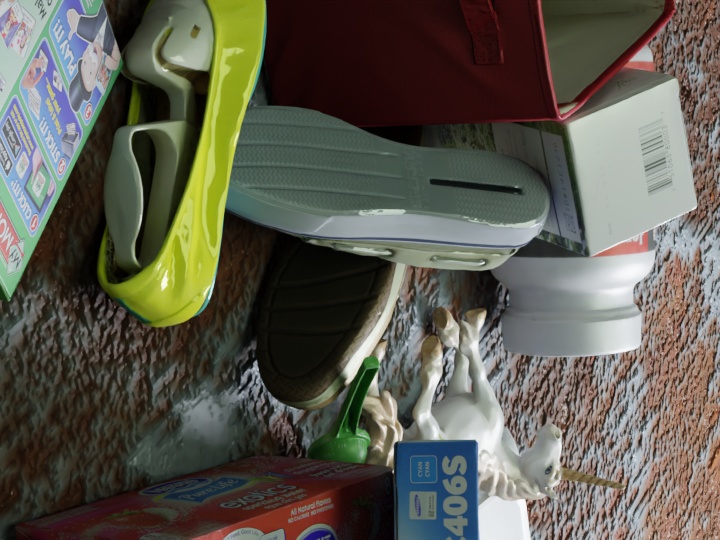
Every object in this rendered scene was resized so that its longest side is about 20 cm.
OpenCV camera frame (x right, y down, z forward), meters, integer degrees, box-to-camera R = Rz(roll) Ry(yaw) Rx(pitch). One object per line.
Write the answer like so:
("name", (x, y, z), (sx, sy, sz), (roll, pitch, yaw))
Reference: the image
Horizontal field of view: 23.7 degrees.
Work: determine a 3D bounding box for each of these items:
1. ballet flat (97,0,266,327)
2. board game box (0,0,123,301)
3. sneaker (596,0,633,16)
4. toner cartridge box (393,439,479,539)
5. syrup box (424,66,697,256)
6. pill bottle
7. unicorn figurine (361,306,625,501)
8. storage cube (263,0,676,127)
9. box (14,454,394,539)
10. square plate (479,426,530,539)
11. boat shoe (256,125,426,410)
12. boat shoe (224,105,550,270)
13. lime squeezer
("ballet flat", (-0.090, -0.075, 0.828), (0.067, 0.066, 0.203), (18, 78, -52))
("board game box", (-0.152, -0.097, 0.694), (0.201, 0.029, 0.136), (81, 27, -58))
("sneaker", (0.155, -0.197, 1.097), (0.200, 0.087, 0.082), (-138, -140, -75))
("toner cartridge box", (0.041, 0.152, 0.910), (0.200, 0.043, 0.096), (81, 8, -75))
("syrup box", (0.097, -0.077, 0.994), (0.081, 0.199, 0.080), (-23, 114, -22))
("pill bottle", (0.140, -0.049, 1.148), (0.115, 0.115, 0.203), (-10, 100, -57))
("unicorn figurine", (0.064, 0.097, 1.081), (0.198, 0.073, 0.139), (-17, 103, -35))
("storage cube", (0.051, -0.188, 0.941), (0.200, 0.178, 0.173), (-43, 126, -49))
("box", (-0.069, 0.157, 0.840), (0.199, 0.094, 0.101), (-9, 100, -58))
("square plate", (0.070, 0.230, 1.130), (0.198, 0.028, 0.203), (-27, 114, -55))
("boat shoe", (0.000, 0.000, 0.978), (0.076, 0.071, 0.202), (72, 36, -55))
("boat shoe", (0.001, -0.033, 0.905), (0.062, 0.197, 0.073), (115, -19, -50))
("lime squeezer", (-0.012, 0.123, 0.955), (0.071, 0.037, 0.202), (-92, -175, -65))
